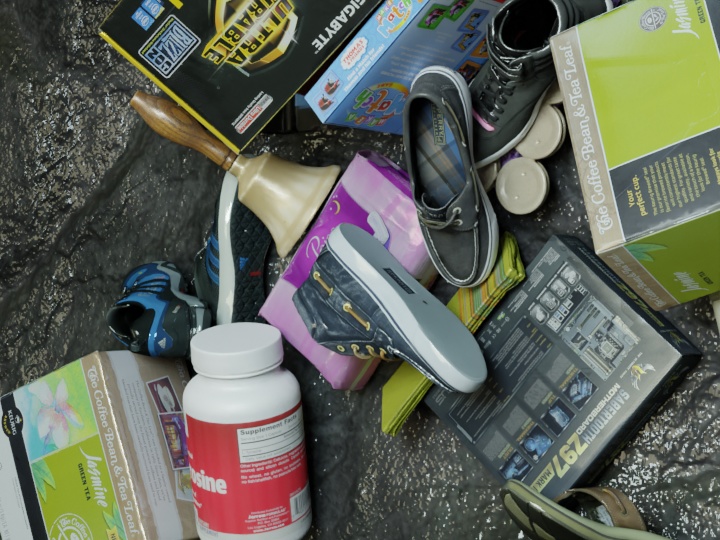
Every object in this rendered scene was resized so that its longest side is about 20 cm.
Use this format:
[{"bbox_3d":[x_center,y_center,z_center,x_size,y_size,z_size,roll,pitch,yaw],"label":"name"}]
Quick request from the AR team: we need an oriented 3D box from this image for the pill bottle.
[{"bbox_3d":[-0.108,0.157,1.401,0.112,0.112,0.200,7,110,34],"label":"pill bottle"}]

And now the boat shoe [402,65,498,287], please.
[{"bbox_3d":[0.071,-0.069,1.245,0.070,0.066,0.200,4,117,21],"label":"boat shoe"}]

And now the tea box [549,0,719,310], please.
[{"bbox_3d":[0.270,-0.106,1.129,0.197,0.134,0.200,-20,60,24],"label":"tea box"}]

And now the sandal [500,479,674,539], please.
[{"bbox_3d":[0.212,0.213,1.227,0.201,0.080,0.057,18,64,5],"label":"sandal"}]

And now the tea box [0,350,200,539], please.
[{"bbox_3d":[-0.264,0.204,1.511,0.197,0.134,0.200,-26,75,30],"label":"tea box"}]

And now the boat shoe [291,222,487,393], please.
[{"bbox_3d":[0.024,0.055,1.290,0.200,0.071,0.091,48,117,30],"label":"boat shoe"}]

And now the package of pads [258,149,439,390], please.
[{"bbox_3d":[0.000,0.000,1.383,0.120,0.076,0.200,41,111,25],"label":"package of pads"}]

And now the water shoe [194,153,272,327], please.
[{"bbox_3d":[-0.136,-0.018,1.478,0.079,0.071,0.200,7,92,39],"label":"water shoe"}]

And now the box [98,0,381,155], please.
[{"bbox_3d":[-0.094,-0.219,1.221,0.160,0.049,0.200,42,117,-10],"label":"box"}]

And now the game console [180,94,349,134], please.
[{"bbox_3d":[-0.074,-0.236,1.418,0.119,0.172,0.200,-5,85,60],"label":"game console"}]

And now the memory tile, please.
[{"bbox_3d":[0.122,-0.162,1.306,0.153,0.017,0.200,23,103,31],"label":"memory tile"}]

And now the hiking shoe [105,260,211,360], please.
[{"bbox_3d":[-0.215,0.034,1.484,0.200,0.087,0.075,-152,66,-62],"label":"hiking shoe"}]

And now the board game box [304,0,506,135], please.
[{"bbox_3d":[0.064,-0.198,1.244,0.200,0.151,0.037,-48,65,24],"label":"board game box"}]

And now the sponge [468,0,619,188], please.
[{"bbox_3d":[0.135,-0.182,1.325,0.112,0.030,0.200,39,109,28],"label":"sponge"}]

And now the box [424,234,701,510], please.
[{"bbox_3d":[0.170,0.093,1.282,0.158,0.051,0.200,46,112,27],"label":"box"}]

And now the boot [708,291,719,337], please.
[{"bbox_3d":[0.365,0.046,1.143,0.200,0.072,0.155,-12,80,33],"label":"boot"}]

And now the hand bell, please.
[{"bbox_3d":[-0.129,-0.107,1.398,0.200,0.104,0.104,32,110,-6],"label":"hand bell"}]

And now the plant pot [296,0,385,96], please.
[{"bbox_3d":[-0.046,-0.256,1.319,0.200,0.200,0.176,18,108,2],"label":"plant pot"}]

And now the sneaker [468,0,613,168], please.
[{"bbox_3d":[0.118,-0.164,1.240,0.200,0.099,0.071,-49,67,25],"label":"sneaker"}]

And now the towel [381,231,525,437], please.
[{"bbox_3d":[0.081,0.057,1.334,0.018,0.086,0.200,32,112,-12],"label":"towel"}]
